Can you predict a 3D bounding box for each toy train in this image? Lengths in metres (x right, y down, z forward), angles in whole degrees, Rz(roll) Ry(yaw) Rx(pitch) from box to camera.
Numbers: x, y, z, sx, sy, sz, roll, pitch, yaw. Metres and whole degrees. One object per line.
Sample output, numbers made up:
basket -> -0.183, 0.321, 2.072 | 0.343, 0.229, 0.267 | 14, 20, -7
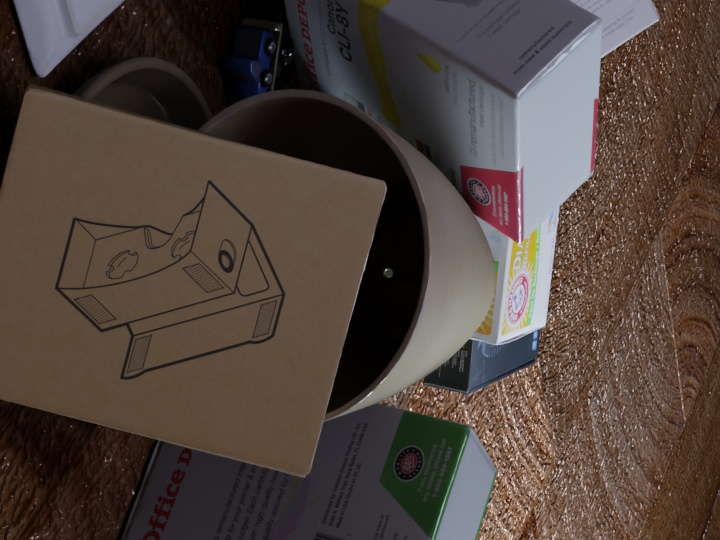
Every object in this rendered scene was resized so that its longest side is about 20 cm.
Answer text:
toy train -> -0.077, -0.068, 1.170 | 0.046, 0.034, 0.202 | 8, 92, -54

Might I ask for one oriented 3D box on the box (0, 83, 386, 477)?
box -> -0.101, 0.006, 0.968 | 0.021, 0.198, 0.165 | -140, -115, -79

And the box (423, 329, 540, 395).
box -> 0.114, -0.008, 1.566 | 0.160, 0.043, 0.202 | -14, 112, -63

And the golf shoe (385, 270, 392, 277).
golf shoe -> 0.038, -0.067, 1.343 | 0.077, 0.087, 0.202 | -13, 109, -60

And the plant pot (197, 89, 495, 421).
plant pot -> 0.000, 0.000, 1.104 | 0.200, 0.186, 0.189 | 8, 92, -63

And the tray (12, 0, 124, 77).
tray -> -0.132, -0.202, 1.020 | 0.200, 0.022, 0.108 | -54, 145, -42

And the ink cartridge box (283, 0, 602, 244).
ink cartridge box -> 0.049, -0.132, 1.152 | 0.083, 0.199, 0.146 | -42, 151, -23

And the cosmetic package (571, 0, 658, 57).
cosmetic package -> 0.100, -0.227, 1.186 | 0.107, 0.085, 0.201 | -32, 110, -14

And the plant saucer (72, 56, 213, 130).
plant saucer -> -0.141, -0.024, 1.059 | 0.200, 0.029, 0.202 | -31, 126, -57

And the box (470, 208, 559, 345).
box -> 0.089, -0.054, 1.422 | 0.101, 0.111, 0.202 | -14, 113, -61

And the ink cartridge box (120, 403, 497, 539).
ink cartridge box -> -0.033, 0.155, 1.150 | 0.084, 0.198, 0.146 | 56, 50, -59
